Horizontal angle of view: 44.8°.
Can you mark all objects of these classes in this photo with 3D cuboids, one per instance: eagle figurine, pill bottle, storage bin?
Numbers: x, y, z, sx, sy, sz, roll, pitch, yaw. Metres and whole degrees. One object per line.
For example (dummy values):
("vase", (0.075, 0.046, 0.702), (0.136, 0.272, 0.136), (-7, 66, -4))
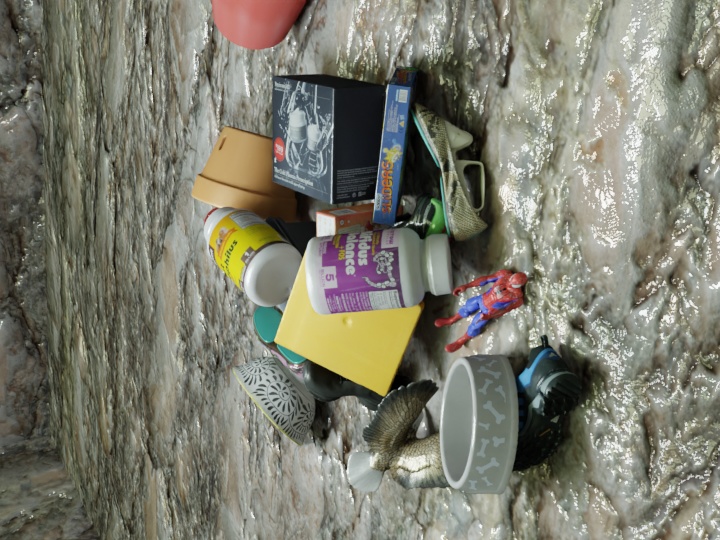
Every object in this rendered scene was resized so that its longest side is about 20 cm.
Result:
("eagle figurine", (0.074, 0.265, 1.370), (0.200, 0.149, 0.154), (143, 132, -59))
("pill bottle", (0.029, -0.001, 1.230), (0.112, 0.196, 0.114), (-6, -90, -81))
("storage bin", (-0.076, 0.007, 1.515), (0.201, 0.133, 0.147), (54, 139, 34))
("pill bottle", (-0.183, -0.031, 1.447), (0.200, 0.108, 0.111), (38, 129, 45))

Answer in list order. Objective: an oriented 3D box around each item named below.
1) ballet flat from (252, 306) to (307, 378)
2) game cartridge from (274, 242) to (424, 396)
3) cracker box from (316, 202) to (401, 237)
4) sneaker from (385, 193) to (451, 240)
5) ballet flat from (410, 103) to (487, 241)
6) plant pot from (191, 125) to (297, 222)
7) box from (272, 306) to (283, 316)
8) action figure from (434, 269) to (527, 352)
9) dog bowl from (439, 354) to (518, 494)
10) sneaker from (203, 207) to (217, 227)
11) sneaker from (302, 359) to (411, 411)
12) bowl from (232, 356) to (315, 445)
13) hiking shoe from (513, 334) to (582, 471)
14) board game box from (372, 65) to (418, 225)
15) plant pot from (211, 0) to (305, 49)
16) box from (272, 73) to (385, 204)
("ballet flat", (-0.144, 0.144, 1.642), (0.200, 0.069, 0.072), (40, 150, 44))
("game cartridge", (-0.016, 0.073, 1.334), (0.198, 0.032, 0.178), (25, 111, 8))
("cracker box", (0.000, 0.000, 1.397), (0.057, 0.132, 0.204), (20, 116, 51))
("sneaker", (0.073, -0.039, 1.326), (0.084, 0.076, 0.201), (54, 130, 20))
("ballet flat", (0.133, -0.144, 1.219), (0.074, 0.068, 0.203), (-17, 87, 12))
("plant pot", (-0.201, -0.182, 1.622), (0.199, 0.198, 0.142), (25, 102, 51))
("box", (-0.124, 0.087, 1.688), (0.199, 0.048, 0.161), (33, 125, 49))
("action figure", (0.154, 0.057, 1.217), (0.200, 0.098, 0.066), (-45, 63, 49))
("dog bowl", (0.158, 0.210, 1.204), (0.200, 0.058, 0.204), (-175, 90, -81))
("sneaker", (-0.200, -0.051, 1.669), (0.197, 0.079, 0.116), (19, 155, 18))
("sneaker", (-0.003, 0.173, 1.411), (0.090, 0.198, 0.077), (-31, 54, 45))
("bowl", (-0.147, 0.231, 1.692), (0.201, 0.094, 0.201), (47, 177, 3))
("hiking shoe", (0.232, 0.187, 1.169), (0.087, 0.073, 0.202), (-108, 31, -47))
("board game box", (0.052, -0.185, 1.284), (0.136, 0.034, 0.203), (-71, -12, -66))
("plant pot", (-0.173, -0.490, 1.489), (0.203, 0.198, 0.178), (66, 155, 19))
("box", (-0.058, -0.223, 1.450), (0.199, 0.103, 0.185), (24, 117, 51))
